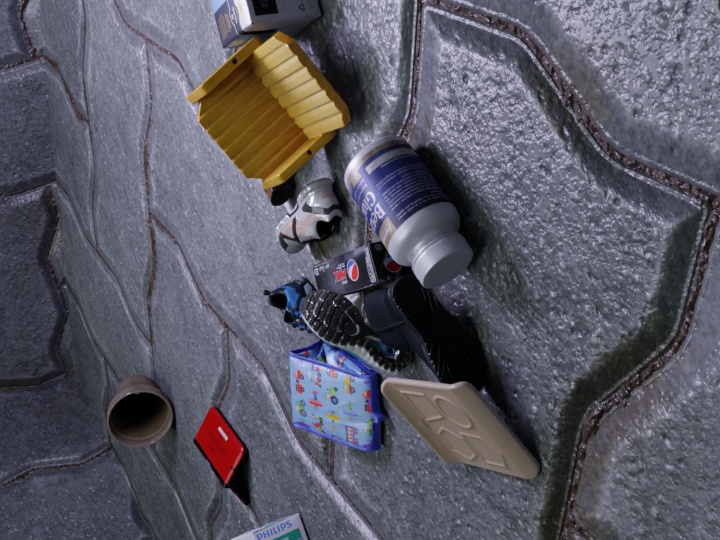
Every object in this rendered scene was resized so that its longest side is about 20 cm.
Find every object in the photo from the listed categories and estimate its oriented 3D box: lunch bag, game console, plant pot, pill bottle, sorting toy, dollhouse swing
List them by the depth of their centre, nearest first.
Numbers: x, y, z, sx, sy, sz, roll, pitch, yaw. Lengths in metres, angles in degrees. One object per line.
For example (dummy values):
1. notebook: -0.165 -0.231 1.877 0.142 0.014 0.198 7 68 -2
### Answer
1. pill bottle: 0.069 -0.078 1.163 0.201 0.110 0.112 57 146 26
2. sorting toy: 0.140 0.216 1.199 0.186 0.037 0.199 49 153 -17
3. dollhouse swing: -0.143 -0.245 1.322 0.201 0.181 0.176 49 176 -18
4. lunch bag: -0.033 0.232 1.523 0.198 0.093 0.153 19 118 44
5. game console: -0.344 0.487 2.227 0.200 0.118 0.174 39 105 44
6. plant pot: -0.693 0.418 2.643 0.174 0.196 0.203 -125 31 -60

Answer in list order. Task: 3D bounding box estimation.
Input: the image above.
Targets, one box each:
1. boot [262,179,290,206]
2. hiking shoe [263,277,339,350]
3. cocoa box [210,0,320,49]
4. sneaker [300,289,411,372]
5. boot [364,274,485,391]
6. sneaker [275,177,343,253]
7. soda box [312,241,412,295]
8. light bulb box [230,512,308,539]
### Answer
1. boot: -0.177 -0.250 1.557 0.202 0.063 0.188 61 146 30
2. hiking shoe: -0.097 0.091 1.549 0.200 0.086 0.076 40 136 44
3. cocoa box: -0.167 -0.476 1.349 0.131 0.132 0.204 -9 96 60
4. sneaker: -0.015 0.110 1.371 0.199 0.079 0.090 35 160 3
5. boot: 0.091 0.100 1.253 0.201 0.076 0.168 53 164 0
6. sneaker: -0.090 -0.075 1.474 0.081 0.073 0.200 62 148 16
7. soda box: 0.000 0.000 1.355 0.199 0.070 0.065 -18 84 60
8. light bulb box: -0.191 0.689 1.956 0.198 0.123 0.203 -41 68 58
